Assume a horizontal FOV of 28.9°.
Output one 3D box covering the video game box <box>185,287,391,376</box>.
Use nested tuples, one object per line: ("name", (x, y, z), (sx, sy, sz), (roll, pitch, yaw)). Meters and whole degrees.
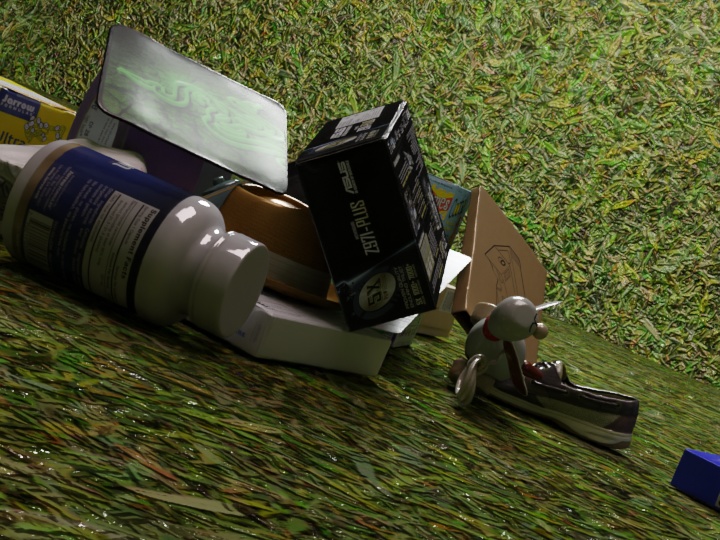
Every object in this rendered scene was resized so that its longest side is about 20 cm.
("video game box", (-0.097, 0.036, 1.281), (0.182, 0.047, 0.200), (28, 7, 33))

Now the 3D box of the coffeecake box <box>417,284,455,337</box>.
("coffeecake box", (0.015, 0.015, 1.883), (0.200, 0.073, 0.153), (25, 6, 31))

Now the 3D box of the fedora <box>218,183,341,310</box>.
("fedora", (-0.079, -0.030, 1.319), (0.200, 0.082, 0.201), (24, 4, -2))

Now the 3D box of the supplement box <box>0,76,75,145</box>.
("supplement box", (-0.445, -0.176, 1.665), (0.109, 0.110, 0.200), (18, 6, -41))

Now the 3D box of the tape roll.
("tape roll", (-0.232, -0.114, 1.401), (0.085, 0.200, 0.200), (21, 5, -28))

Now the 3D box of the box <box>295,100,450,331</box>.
("box", (0.016, -0.057, 1.307), (0.086, 0.164, 0.200), (-15, 15, 11))

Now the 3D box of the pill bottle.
("pill bottle", (-0.180, -0.022, 1.138), (0.200, 0.111, 0.111), (24, 5, 15))

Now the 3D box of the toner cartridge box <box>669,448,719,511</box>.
("toner cartridge box", (0.415, 0.233, 1.461), (0.095, 0.043, 0.200), (28, 7, 41))

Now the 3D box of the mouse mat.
("mouse mat", (-0.156, -0.156, 1.334), (0.200, 0.008, 0.161), (25, 33, -22))

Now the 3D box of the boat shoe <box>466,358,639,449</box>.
("boat shoe", (0.209, 0.129, 1.525), (0.201, 0.066, 0.072), (23, 6, 16))

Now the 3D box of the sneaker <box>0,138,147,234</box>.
("sneaker", (-0.287, -0.083, 1.264), (0.200, 0.078, 0.099), (6, 25, 1))

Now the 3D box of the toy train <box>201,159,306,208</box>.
("toy train", (-0.137, -0.063, 1.520), (0.200, 0.085, 0.114), (-21, 4, -9))

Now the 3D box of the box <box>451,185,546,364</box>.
("box", (0.164, 0.024, 1.622), (0.021, 0.200, 0.164), (-17, -50, 30))

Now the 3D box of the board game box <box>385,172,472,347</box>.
("board game box", (0.042, -0.022, 1.647), (0.103, 0.200, 0.105), (24, 4, 13))

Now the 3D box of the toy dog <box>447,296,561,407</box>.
("toy dog", (0.159, 0.083, 1.429), (0.096, 0.132, 0.200), (24, 5, -2))

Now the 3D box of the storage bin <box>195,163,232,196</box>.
("storage bin", (-0.249, -0.105, 1.638), (0.145, 0.135, 0.200), (27, 5, 42))

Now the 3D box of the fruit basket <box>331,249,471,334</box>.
("fruit basket", (0.000, 0.000, 1.510), (0.185, 0.094, 0.200), (22, 27, 17))
